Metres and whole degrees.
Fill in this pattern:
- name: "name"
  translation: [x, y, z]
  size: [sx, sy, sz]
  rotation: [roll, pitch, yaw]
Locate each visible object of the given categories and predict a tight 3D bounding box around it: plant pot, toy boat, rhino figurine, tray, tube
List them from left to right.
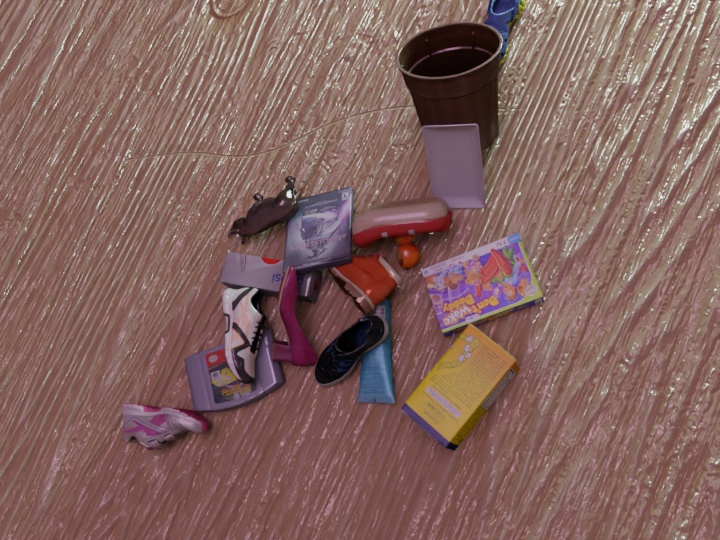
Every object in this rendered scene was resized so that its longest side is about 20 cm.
- name: "rhino figurine"
  translation: [-0.208, -0.116, 1.648]
  size: [0.200, 0.060, 0.088]
  rotation: [-27, 44, 24]
- name: "tube"
  translation: [0.032, 0.156, 1.524]
  size: [0.077, 0.050, 0.201]
  rotation: [-5, 76, 30]
- name: "toy boat"
  translation: [0.084, -0.068, 1.545]
  size: [0.199, 0.131, 0.131]
  rotation: [-6, 102, 14]
- name: "plant pot"
  translation: [0.182, -0.339, 1.514]
  size: [0.199, 0.199, 0.201]
  rotation: [-9, 43, 8]
- name: "tray"
  translation: [0.184, -0.202, 1.515]
  size: [0.107, 0.200, 0.022]
  rotation: [0, 44, 16]

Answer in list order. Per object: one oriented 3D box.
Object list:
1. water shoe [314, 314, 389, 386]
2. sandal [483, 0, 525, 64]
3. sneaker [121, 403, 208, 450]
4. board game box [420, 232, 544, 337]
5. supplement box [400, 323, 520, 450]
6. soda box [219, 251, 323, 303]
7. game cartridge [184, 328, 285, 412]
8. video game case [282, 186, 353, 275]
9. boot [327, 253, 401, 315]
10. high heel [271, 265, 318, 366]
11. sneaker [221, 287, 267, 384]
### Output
- name: "water shoe"
  translation: [-0.035, 0.148, 1.498]
  size: [0.200, 0.079, 0.072]
  rotation: [-45, 62, 24]
- name: "sandal"
  translation: [0.278, -0.507, 1.618]
  size: [0.079, 0.087, 0.201]
  rotation: [16, 82, 18]
- name: "sneaker"
  translation: [-0.397, 0.321, 1.586]
  size: [0.199, 0.081, 0.089]
  rotation: [0, 76, 24]
- name: "board game box"
  translation: [0.232, 0.029, 1.500]
  size: [0.199, 0.045, 0.135]
  rotation: [-21, 70, 9]
- name: "supplement box"
  translation: [0.184, 0.214, 1.428]
  size: [0.109, 0.109, 0.200]
  rotation: [39, 87, 22]
- name: "soda box"
  translation: [-0.183, 0.014, 1.614]
  size: [0.199, 0.063, 0.069]
  rotation: [9, 77, 18]
- name: "game cartridge"
  translation: [-0.257, 0.212, 1.596]
  size: [0.199, 0.041, 0.134]
  rotation: [-20, 74, 10]
- name: "video game case"
  translation: [-0.084, -0.081, 1.594]
  size: [0.142, 0.019, 0.201]
  rotation: [-12, 47, 15]
- name: "boot"
  translation: [0.000, 0.000, 1.546]
  size: [0.107, 0.075, 0.200]
  rotation: [-40, 44, -7]
- name: "high heel"
  translation: [-0.119, 0.091, 1.546]
  size: [0.096, 0.067, 0.201]
  rotation: [6, 108, -8]
- name: "sneaker"
  translation: [-0.225, 0.123, 1.554]
  size: [0.080, 0.074, 0.201]
  rotation: [-12, 72, 10]
